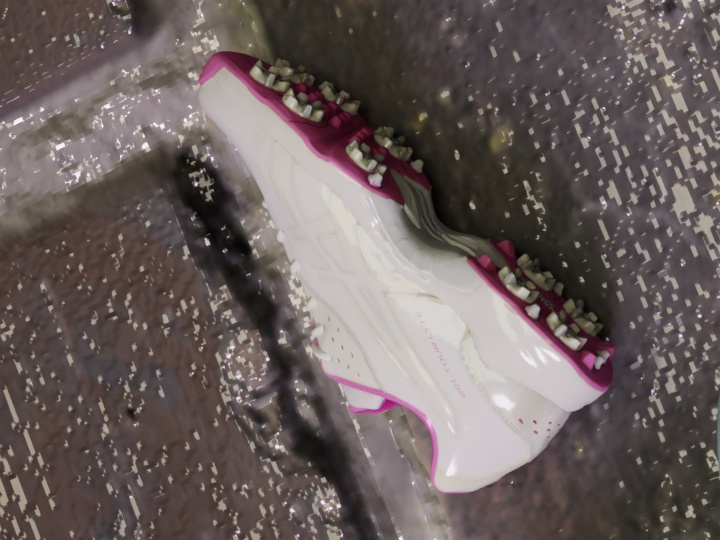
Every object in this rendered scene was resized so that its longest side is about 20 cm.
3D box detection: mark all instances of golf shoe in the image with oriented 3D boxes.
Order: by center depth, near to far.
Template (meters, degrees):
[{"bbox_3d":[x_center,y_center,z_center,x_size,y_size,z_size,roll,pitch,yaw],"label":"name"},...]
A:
[{"bbox_3d":[0.000,0.000,1.021,0.200,0.075,0.092,44,109,17],"label":"golf shoe"}]

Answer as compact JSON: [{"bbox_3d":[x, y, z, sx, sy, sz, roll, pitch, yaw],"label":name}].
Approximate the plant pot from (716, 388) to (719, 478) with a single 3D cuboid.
[{"bbox_3d":[0.214,0.058,0.875,0.160,0.200,0.202,-14,85,35],"label":"plant pot"}]
